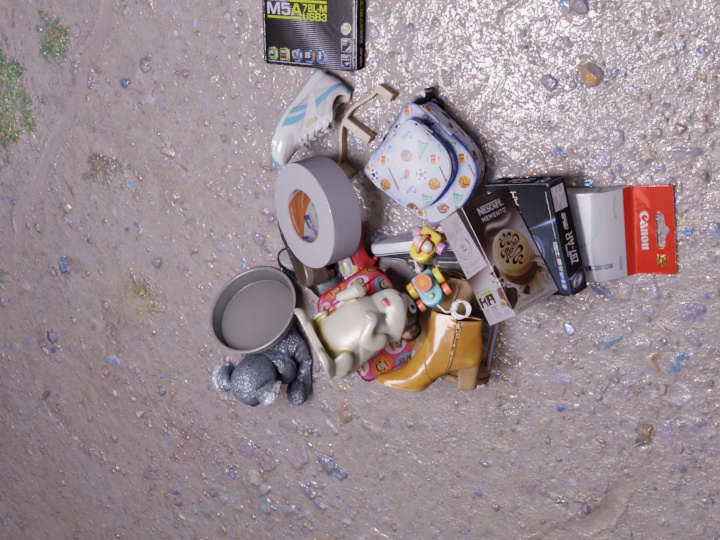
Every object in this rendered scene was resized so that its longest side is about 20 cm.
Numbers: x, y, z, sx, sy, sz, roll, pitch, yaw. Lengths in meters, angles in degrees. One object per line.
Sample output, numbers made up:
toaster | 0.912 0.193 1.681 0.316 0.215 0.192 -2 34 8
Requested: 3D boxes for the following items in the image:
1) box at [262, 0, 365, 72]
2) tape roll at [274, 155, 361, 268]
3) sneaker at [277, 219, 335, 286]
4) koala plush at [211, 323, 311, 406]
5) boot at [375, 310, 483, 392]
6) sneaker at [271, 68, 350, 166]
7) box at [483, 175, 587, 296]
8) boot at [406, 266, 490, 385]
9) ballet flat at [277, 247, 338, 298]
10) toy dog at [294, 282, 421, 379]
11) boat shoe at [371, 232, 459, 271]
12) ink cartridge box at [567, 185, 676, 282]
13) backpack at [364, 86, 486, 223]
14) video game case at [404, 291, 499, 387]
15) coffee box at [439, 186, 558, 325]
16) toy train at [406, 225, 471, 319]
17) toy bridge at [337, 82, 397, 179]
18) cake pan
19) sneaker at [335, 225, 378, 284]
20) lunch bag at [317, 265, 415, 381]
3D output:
box | -0.086 -0.471 1.560 0.197 0.047 0.196 12 117 22
tape roll | -0.082 -0.109 1.600 0.199 0.066 0.203 31 130 44
sneaker | -0.111 -0.065 1.729 0.070 0.075 0.203 -35 68 58
koala plush | -0.210 0.213 1.810 0.175 0.200 0.186 19 118 19
boot | 0.126 0.145 1.571 0.198 0.071 0.146 0 102 1
sneaker | -0.095 -0.274 1.579 0.080 0.077 0.201 31 82 10
box | 0.303 -0.061 1.490 0.159 0.043 0.203 8 117 56
boot | 0.186 0.108 1.613 0.173 0.066 0.203 11 107 -10
ballet flat | -0.085 0.017 1.766 0.199 0.057 0.067 38 94 3
toy dog | 0.012 0.110 1.529 0.198 0.140 0.195 -29 135 -4
boat shoe | 0.114 -0.030 1.622 0.197 0.072 0.072 -1 108 26
ink cartridge box | 0.431 -0.060 1.463 0.197 0.047 0.162 1 111 28
backpack | 0.120 -0.186 1.516 0.190 0.154 0.201 36 121 -1
video game case | 0.167 0.136 1.695 0.198 0.017 0.145 18 117 19
coffee box | 0.236 -0.025 1.465 0.202 0.112 0.080 63 150 3
toy train | 0.153 -0.020 1.530 0.148 0.056 0.203 7 80 21
toy bridge | -0.003 -0.266 1.612 0.067 0.027 0.201 38 122 11
cake pan | -0.220 0.088 1.790 0.198 0.202 0.037 6 153 25
sneaker | 0.000 0.000 1.691 0.077 0.084 0.202 37 143 58
lunch bag | 0.009 0.111 1.642 0.175 0.082 0.201 -32 116 -6
